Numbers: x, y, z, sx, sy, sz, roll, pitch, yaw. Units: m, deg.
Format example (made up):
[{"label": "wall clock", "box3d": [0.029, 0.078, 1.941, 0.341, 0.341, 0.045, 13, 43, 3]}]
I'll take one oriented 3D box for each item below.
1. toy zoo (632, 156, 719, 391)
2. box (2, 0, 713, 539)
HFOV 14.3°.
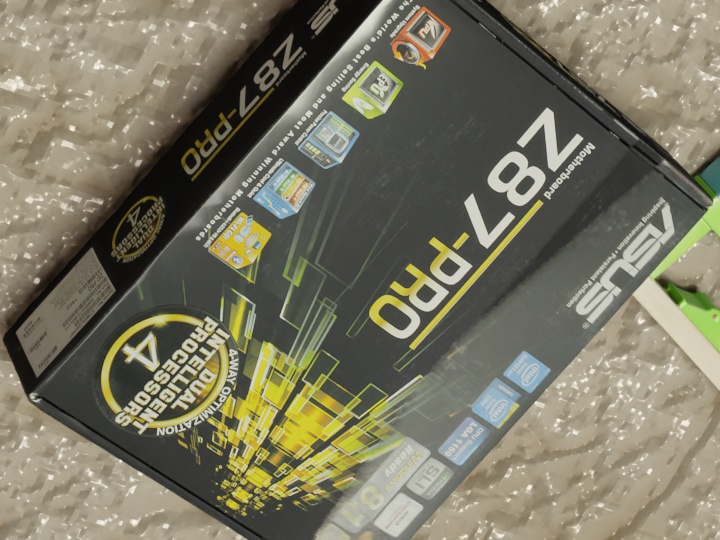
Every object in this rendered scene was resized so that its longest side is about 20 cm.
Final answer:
[{"label": "toy zoo", "box3d": [0.203, -0.027, 1.075, 0.200, 0.020, 0.131, -41, 123, 5]}, {"label": "box", "box3d": [0.000, 0.000, 1.000, 0.200, 0.049, 0.161, -47, 125, 9]}]
